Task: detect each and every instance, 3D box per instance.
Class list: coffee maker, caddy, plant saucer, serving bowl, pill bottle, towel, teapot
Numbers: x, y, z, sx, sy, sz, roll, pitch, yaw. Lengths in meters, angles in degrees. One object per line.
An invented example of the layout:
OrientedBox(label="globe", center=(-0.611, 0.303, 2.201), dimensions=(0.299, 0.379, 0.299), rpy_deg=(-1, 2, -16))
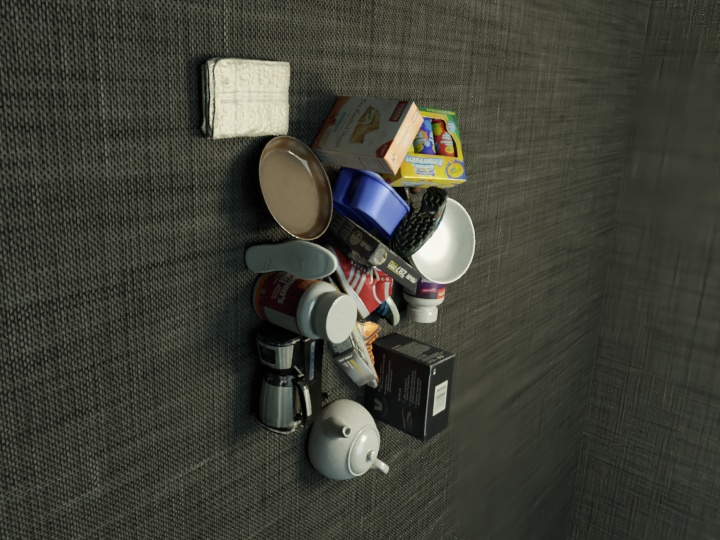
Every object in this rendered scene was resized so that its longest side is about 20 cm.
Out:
OrientedBox(label="coffee maker", center=(-0.138, 0.204, 1.348), dimensions=(0.192, 0.131, 0.206), rpy_deg=(-44, 140, -68))
OrientedBox(label="caddy", center=(0.023, -0.154, 1.403), dimensions=(0.199, 0.139, 0.107), rpy_deg=(38, 76, -52))
OrientedBox(label="plant saucer", center=(-0.129, -0.155, 1.242), dimensions=(0.198, 0.032, 0.206), rpy_deg=(22, 62, -47))
OrientedBox(label="serving bowl", center=(0.180, -0.071, 1.560), dimensions=(0.196, 0.065, 0.206), rpy_deg=(0, 91, -30))
OrientedBox(label="pill bottle", center=(-0.108, 0.067, 1.256), dimensions=(0.108, 0.197, 0.113), rpy_deg=(-22, 119, -46))
OrientedBox(label="towel", center=(-0.199, -0.303, 1.148), dimensions=(0.198, 0.034, 0.136), rpy_deg=(-17, 117, -50))
OrientedBox(label="pill bottle", center=(0.166, 0.025, 1.678), dimensions=(0.110, 0.110, 0.206), rpy_deg=(-13, 112, -49))
OrientedBox(label="teapot", center=(-0.019, 0.414, 1.541), dimensions=(0.198, 0.144, 0.203), rpy_deg=(-14, 113, -50))

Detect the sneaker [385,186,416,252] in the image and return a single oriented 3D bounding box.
OrientedBox(label="sneaker", center=(0.107, -0.148, 1.584), dimensions=(0.115, 0.074, 0.204), rpy_deg=(-41, 142, -44))

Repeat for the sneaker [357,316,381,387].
OrientedBox(label="sneaker", center=(0.018, 0.190, 1.569), dimensions=(0.113, 0.076, 0.202), rpy_deg=(-52, 138, -26))

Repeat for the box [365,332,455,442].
OrientedBox(label="box", center=(0.122, 0.287, 1.636), dimensions=(0.116, 0.197, 0.202), rpy_deg=(-14, 113, -48))

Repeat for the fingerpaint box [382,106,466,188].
OrientedBox(label="fingerpaint box", center=(0.138, -0.279, 1.478), dimensions=(0.196, 0.073, 0.172), rpy_deg=(-2, 81, -35))

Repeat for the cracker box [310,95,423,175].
OrientedBox(label="cracker box", center=(0.011, -0.273, 1.296), dimensions=(0.058, 0.197, 0.136), rpy_deg=(47, 65, -49))

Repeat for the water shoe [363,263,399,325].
OrientedBox(label="water shoe", center=(0.028, 0.071, 1.565), dimensions=(0.078, 0.071, 0.202), rpy_deg=(-37, 128, -11))

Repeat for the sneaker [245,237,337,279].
OrientedBox(label="sneaker", center=(-0.114, -0.030, 1.233), dimensions=(0.099, 0.196, 0.073), rpy_deg=(-24, 114, -58))

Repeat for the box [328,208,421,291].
OrientedBox(label="box", center=(0.020, -0.048, 1.370), dimensions=(0.049, 0.199, 0.161), rpy_deg=(-52, 135, 1))

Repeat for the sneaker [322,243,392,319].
OrientedBox(label="sneaker", center=(0.000, 0.000, 1.436), dimensions=(0.111, 0.071, 0.202), rpy_deg=(-34, 121, -6))

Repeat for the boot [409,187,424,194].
OrientedBox(label="boot", center=(0.137, -0.295, 1.556), dimensions=(0.097, 0.073, 0.204), rpy_deg=(38, 60, -44))

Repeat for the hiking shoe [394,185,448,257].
OrientedBox(label="hiking shoe", center=(0.139, -0.091, 1.433), dimensions=(0.201, 0.073, 0.088), rpy_deg=(-52, 154, -29))

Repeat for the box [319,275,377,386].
OrientedBox(label="box", center=(-0.038, 0.123, 1.370), dimensions=(0.047, 0.203, 0.159), rpy_deg=(-25, 145, 6))
